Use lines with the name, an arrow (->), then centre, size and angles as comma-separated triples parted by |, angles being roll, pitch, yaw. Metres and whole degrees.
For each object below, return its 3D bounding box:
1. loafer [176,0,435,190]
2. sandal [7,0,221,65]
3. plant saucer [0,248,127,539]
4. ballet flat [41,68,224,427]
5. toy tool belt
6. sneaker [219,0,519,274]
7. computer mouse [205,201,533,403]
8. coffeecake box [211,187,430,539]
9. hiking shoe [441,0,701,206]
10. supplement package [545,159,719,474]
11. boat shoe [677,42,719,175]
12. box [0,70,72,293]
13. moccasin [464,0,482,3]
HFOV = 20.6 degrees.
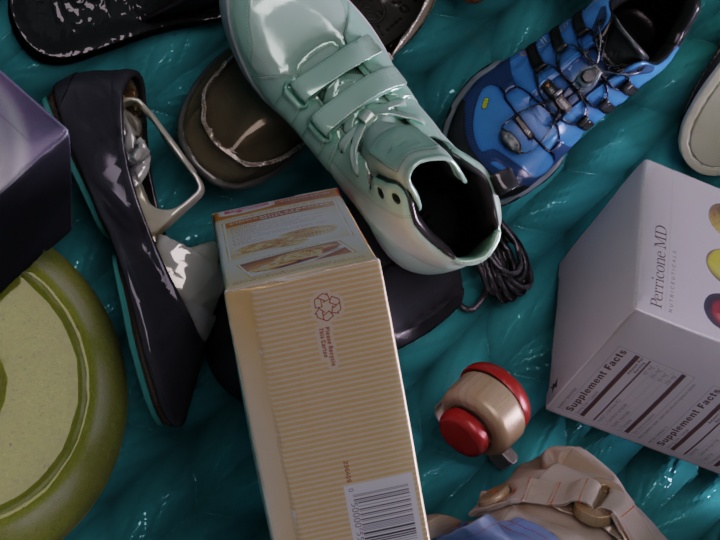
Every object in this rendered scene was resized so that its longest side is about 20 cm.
loafer -> -0.026, -0.125, 1.115 | 0.075, 0.070, 0.200 | 44, 63, -3
sandal -> -0.102, -0.173, 1.120 | 0.200, 0.048, 0.076 | -29, 87, -22
plant saucer -> -0.217, 0.061, 1.034 | 0.198, 0.031, 0.202 | 5, 75, -18
ballet flat -> -0.110, -0.019, 1.064 | 0.073, 0.073, 0.201 | -16, 80, -21
toy tool belt -> 0.090, 0.159, 1.063 | 0.200, 0.125, 0.123 | 49, 59, -1
sneaker -> 0.007, -0.086, 1.029 | 0.074, 0.118, 0.201 | -39, 101, -11
computer mouse -> 0.000, 0.000, 1.108 | 0.200, 0.053, 0.139 | -37, 91, -22
coffeecake box -> -0.022, 0.055, 0.966 | 0.072, 0.200, 0.155 | -12, 103, -4
hiking shoe -> 0.121, -0.115, 1.147 | 0.074, 0.087, 0.200 | 46, 59, -1
supplement package -> 0.219, 0.042, 1.124 | 0.199, 0.110, 0.114 | 20, 50, -13
boat shoe -> 0.260, -0.145, 1.220 | 0.074, 0.066, 0.200 | 34, 95, -24
box -> -0.278, -0.043, 0.970 | 0.200, 0.123, 0.198 | 40, 66, 10
moccasin -> 0.022, -0.247, 1.171 | 0.078, 0.074, 0.202 | -39, 100, -32
